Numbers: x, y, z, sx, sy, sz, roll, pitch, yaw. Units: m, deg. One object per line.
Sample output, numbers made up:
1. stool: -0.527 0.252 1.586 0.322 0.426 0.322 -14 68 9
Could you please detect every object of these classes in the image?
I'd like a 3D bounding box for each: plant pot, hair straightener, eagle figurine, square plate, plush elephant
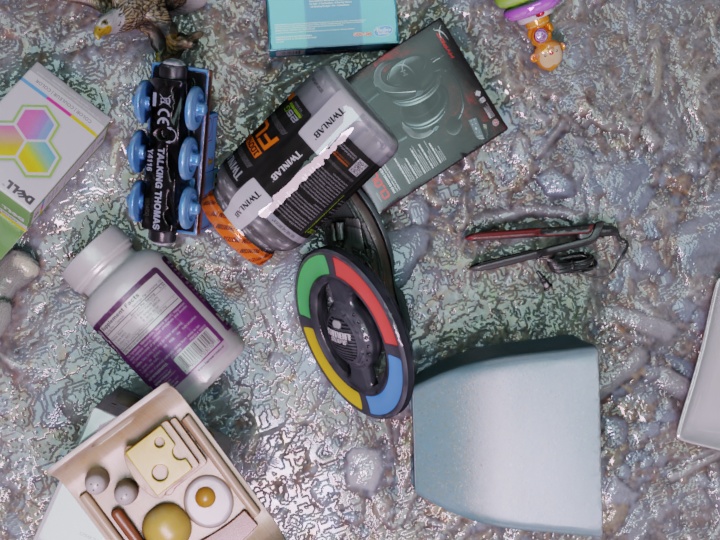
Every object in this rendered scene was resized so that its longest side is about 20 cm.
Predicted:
1. plant pot: 0.152 0.178 1.277 0.197 0.196 0.199 -2 91 2
2. hair straightener: 0.222 -0.014 1.358 0.197 0.041 0.078 -6 91 -9
3. eagle figurine: -0.268 -0.298 1.251 0.200 0.151 0.152 42 98 -11
4. square plate: 0.491 0.129 1.382 0.198 0.028 0.201 15 88 -5
5. plush elephant: -0.467 0.043 1.233 0.163 0.155 0.202 26 88 -5

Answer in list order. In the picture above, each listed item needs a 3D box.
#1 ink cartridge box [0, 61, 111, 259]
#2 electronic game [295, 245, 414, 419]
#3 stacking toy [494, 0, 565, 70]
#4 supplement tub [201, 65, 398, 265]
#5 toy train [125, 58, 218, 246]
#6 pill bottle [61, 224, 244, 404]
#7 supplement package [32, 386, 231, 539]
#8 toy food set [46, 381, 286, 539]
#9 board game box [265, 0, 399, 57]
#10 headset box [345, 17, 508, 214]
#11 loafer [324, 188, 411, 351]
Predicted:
1. ink cartridge box: -0.372 -0.117 1.252 0.103 0.059 0.201 37 63 -5
2. electronic game: -0.009 0.069 1.260 0.041 0.199 0.202 -24 92 -30
3. stacking toy: 0.189 -0.325 1.327 0.115 0.110 0.202 -23 103 -7
4. supplement tub: -0.067 -0.107 1.221 0.200 0.123 0.123 -43 94 9
5. toy train: -0.201 -0.130 1.259 0.086 0.114 0.203 8 104 10
6. pill bottle: -0.232 0.049 1.277 0.112 0.112 0.200 -43 93 -3
7. supplement package: -0.235 0.231 1.232 0.150 0.200 0.152 25 88 -5
8. toy food set: -0.184 0.227 1.106 0.143 0.060 0.201 -36 94 -5
9. board game box: -0.037 -0.352 1.323 0.149 0.047 0.203 -4 90 -5
10. headset box: 0.043 -0.167 1.317 0.199 0.077 0.150 -32 93 -5
11. loafer: 0.000 0.000 1.293 0.063 0.071 0.202 -33 111 -36
